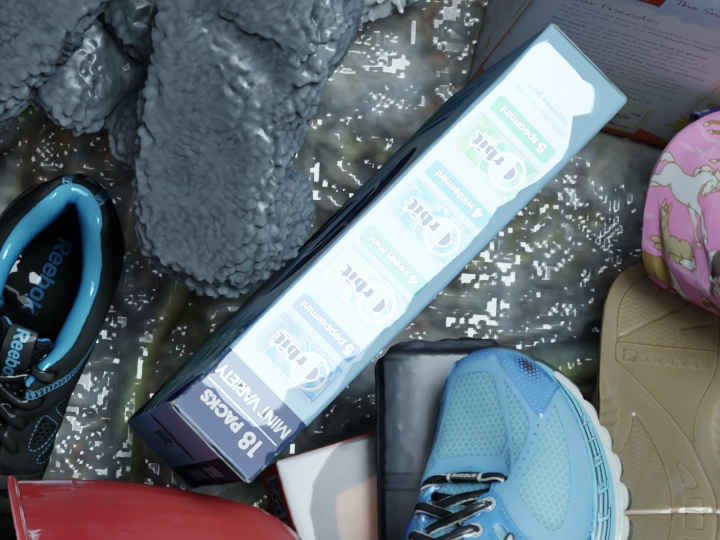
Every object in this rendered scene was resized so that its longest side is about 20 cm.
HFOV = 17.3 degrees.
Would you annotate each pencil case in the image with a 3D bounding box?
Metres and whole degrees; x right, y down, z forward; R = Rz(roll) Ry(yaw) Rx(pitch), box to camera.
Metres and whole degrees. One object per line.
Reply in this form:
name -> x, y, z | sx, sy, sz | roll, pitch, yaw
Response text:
pencil case -> 0.197, -0.003, 0.894 | 0.083, 0.200, 0.087 | 14, 98, -40

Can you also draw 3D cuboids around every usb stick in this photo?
usb stick -> 0.034, 0.125, 0.923 | 0.055, 0.033, 0.200 | 2, 82, -15

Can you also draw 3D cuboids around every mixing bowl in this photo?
mixing bowl -> -0.058, 0.161, 0.880 | 0.108, 0.200, 0.200 | -13, 84, -7

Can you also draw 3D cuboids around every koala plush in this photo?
koala plush -> -0.051, -0.123, 0.940 | 0.177, 0.200, 0.184 | 31, 117, 6

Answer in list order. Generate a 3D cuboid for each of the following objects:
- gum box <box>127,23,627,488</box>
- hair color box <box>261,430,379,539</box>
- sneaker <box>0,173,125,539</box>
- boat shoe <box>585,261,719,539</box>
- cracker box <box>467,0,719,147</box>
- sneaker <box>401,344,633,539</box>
gum box -> 0.000, 0.000, 0.929 | 0.045, 0.170, 0.200 | 45, 79, -4
hair color box -> 0.037, 0.161, 0.967 | 0.101, 0.061, 0.200 | -17, 84, -9
sneaker -> -0.152, 0.051, 0.945 | 0.073, 0.082, 0.200 | 20, 81, -7
boat shoe -> 0.114, 0.091, 0.957 | 0.072, 0.065, 0.200 | 5, 56, 9
cracker box -> 0.130, -0.104, 0.948 | 0.134, 0.200, 0.058 | 15, 78, -6
sneaker -> 0.038, 0.113, 0.839 | 0.090, 0.078, 0.200 | 33, 52, -39
